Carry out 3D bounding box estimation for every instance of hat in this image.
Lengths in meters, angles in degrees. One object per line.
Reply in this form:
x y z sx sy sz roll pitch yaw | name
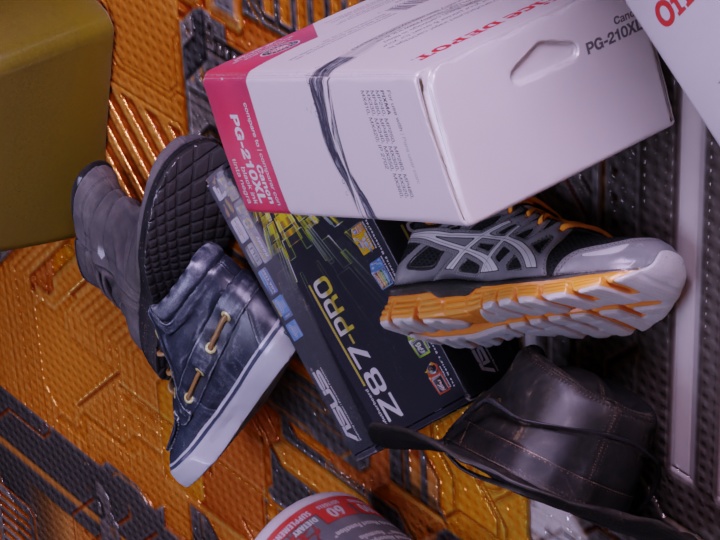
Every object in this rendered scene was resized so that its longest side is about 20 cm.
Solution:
0.102 0.085 1.488 0.201 0.201 0.081 15 84 52 | hat

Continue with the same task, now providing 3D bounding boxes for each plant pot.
-0.300 -0.121 1.879 0.200 0.176 0.200 44 144 30 | plant pot

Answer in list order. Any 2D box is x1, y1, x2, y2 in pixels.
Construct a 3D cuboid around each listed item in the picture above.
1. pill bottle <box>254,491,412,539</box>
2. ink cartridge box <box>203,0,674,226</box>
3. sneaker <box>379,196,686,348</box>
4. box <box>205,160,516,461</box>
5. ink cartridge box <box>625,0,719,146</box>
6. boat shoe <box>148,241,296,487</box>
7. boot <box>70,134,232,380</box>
0.023 0.230 1.698 0.200 0.116 0.116 35 138 40 | pill bottle
0.038 -0.088 1.415 0.200 0.145 0.084 6 118 56 | ink cartridge box
0.089 -0.006 1.473 0.200 0.078 0.077 -5 70 44 | sneaker
0.000 0.000 1.632 0.200 0.049 0.161 62 152 3 | box
0.224 -0.083 1.194 0.200 0.084 0.145 58 149 10 | ink cartridge box
-0.100 0.058 1.788 0.091 0.071 0.200 38 138 2 | boat shoe
-0.147 -0.034 1.821 0.132 0.070 0.200 48 142 35 | boot
